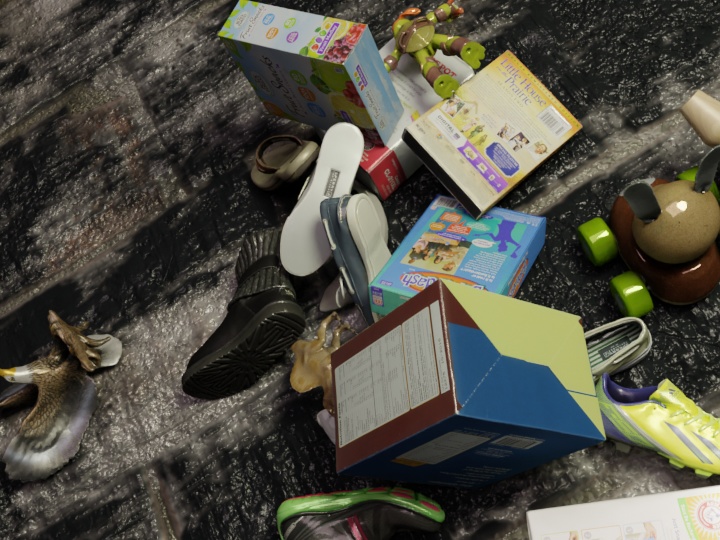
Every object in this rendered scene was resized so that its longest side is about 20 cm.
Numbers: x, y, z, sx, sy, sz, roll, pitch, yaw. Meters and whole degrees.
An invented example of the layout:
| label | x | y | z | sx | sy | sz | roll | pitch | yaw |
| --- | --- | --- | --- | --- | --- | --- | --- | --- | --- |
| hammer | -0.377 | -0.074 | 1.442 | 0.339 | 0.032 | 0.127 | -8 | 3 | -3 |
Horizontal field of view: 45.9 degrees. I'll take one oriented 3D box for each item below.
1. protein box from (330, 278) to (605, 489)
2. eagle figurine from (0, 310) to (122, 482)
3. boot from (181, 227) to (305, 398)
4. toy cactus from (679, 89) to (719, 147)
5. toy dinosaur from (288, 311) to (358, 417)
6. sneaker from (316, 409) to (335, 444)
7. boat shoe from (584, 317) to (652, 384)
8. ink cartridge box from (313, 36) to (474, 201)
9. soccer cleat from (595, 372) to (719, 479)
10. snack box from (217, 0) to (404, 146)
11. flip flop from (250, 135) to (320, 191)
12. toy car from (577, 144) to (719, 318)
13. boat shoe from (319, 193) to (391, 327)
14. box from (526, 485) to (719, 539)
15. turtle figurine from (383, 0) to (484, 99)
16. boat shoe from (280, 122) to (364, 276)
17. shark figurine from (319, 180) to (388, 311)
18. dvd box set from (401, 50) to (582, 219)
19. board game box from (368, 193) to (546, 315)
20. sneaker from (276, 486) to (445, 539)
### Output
| label | x | y | z | sx | sy | sz | roll | pitch | yaw |
| --- | --- | --- | --- | --- | --- | --- | --- | --- | --- |
| protein box | 0.103 | 0.129 | 0.880 | 0.200 | 0.197 | 0.137 | -37 | 48 | 46 |
| eagle figurine | -0.430 | 0.160 | 1.160 | 0.202 | 0.149 | 0.152 | -61 | 13 | 17 |
| boot | -0.158 | 0.058 | 1.119 | 0.210 | 0.079 | 0.159 | -37 | 45 | 18 |
| toy cactus | 0.430 | -0.139 | 0.938 | 0.165 | 0.200 | 0.103 | 44 | 122 | 7 |
| toy dinosaur | -0.051 | 0.100 | 1.033 | 0.101 | 0.058 | 0.200 | -46 | 37 | -1 |
| sneaker | 0.020 | 0.126 | 1.032 | 0.086 | 0.075 | 0.200 | 36 | 80 | 36 |
| boat shoe | 0.237 | 0.109 | 0.966 | 0.199 | 0.062 | 0.072 | -32 | 58 | 3 |
| ink cartridge box | 0.051 | -0.221 | 1.184 | 0.200 | 0.083 | 0.146 | -42 | 58 | -4 |
| soccer cleat | 0.337 | 0.162 | 0.893 | 0.198 | 0.064 | 0.085 | 13 | 99 | 27 |
| snack box | -0.061 | -0.253 | 1.093 | 0.198 | 0.169 | 0.068 | 21 | 72 | 29 |
| flip flop | -0.113 | -0.156 | 1.176 | 0.081 | 0.057 | 0.200 | -54 | 19 | -8 |
| toy car | 0.337 | -0.064 | 0.936 | 0.163 | 0.200 | 0.159 | -27 | 59 | 4 |
| boat shoe | 0.000 | 0.000 | 1.042 | 0.061 | 0.202 | 0.075 | 0 | 37 | 30 |
| box | 0.276 | 0.285 | 0.836 | 0.197 | 0.113 | 0.103 | -12 | 60 | 15 |
| turtle figurine | 0.089 | -0.301 | 1.109 | 0.199 | 0.065 | 0.161 | -40 | 47 | -5 |
| boat shoe | -0.045 | -0.087 | 1.083 | 0.070 | 0.064 | 0.202 | 23 | 88 | -2 |
| shark figurine | 0.002 | -0.060 | 1.122 | 0.126 | 0.090 | 0.217 | -7 | 65 | 15 |
| dvd box set | 0.170 | -0.178 | 1.092 | 0.200 | 0.029 | 0.147 | -40 | 81 | -22 |
| board game box | 0.121 | -0.008 | 1.029 | 0.150 | 0.045 | 0.200 | 15 | 44 | 25 |
| sneaker | 0.002 | 0.292 | 0.964 | 0.197 | 0.077 | 0.085 | -10 | 79 | 18 |
